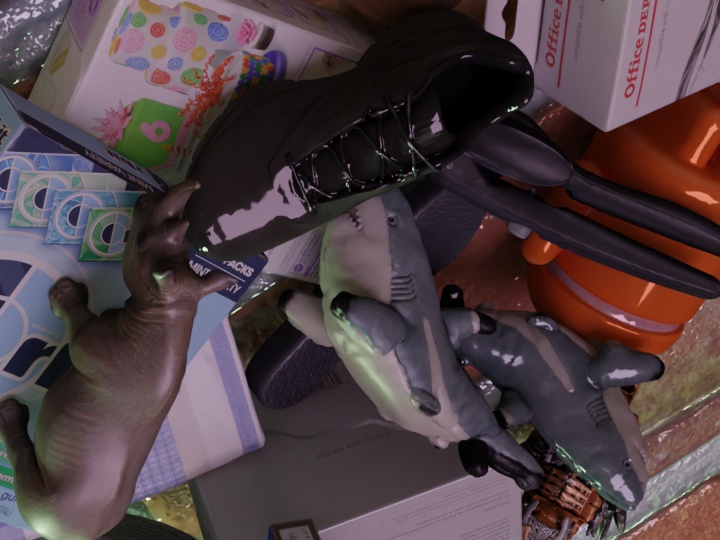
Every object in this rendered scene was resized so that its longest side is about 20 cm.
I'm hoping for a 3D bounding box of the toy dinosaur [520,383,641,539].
[{"bbox_3d":[0.164,0.126,1.007,0.199,0.102,0.136,-36,159,-19],"label":"toy dinosaur"}]

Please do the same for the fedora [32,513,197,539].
[{"bbox_3d":[-0.171,0.201,0.895,0.176,0.198,0.091,8,83,-56],"label":"fedora"}]

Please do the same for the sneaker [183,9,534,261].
[{"bbox_3d":[0.000,-0.068,0.716,0.199,0.091,0.076,-35,117,-13],"label":"sneaker"}]

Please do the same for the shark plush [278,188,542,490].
[{"bbox_3d":[0.045,0.046,0.799,0.083,0.091,0.200,-44,95,-19],"label":"shark plush"}]

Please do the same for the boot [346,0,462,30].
[{"bbox_3d":[-0.010,-0.184,0.726,0.075,0.074,0.199,-42,136,17],"label":"boot"}]

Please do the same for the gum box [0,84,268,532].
[{"bbox_3d":[-0.170,0.030,0.731,0.169,0.045,0.200,30,103,-43],"label":"gum box"}]

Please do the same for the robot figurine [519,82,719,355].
[{"bbox_3d":[0.182,-0.025,0.915,0.144,0.116,0.201,-30,150,-61],"label":"robot figurine"}]

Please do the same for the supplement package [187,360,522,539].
[{"bbox_3d":[-0.005,0.174,0.952,0.190,0.147,0.201,-17,131,-13],"label":"supplement package"}]

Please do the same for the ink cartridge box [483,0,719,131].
[{"bbox_3d":[0.164,-0.156,0.803,0.199,0.067,0.117,-25,136,-29],"label":"ink cartridge box"}]

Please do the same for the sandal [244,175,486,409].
[{"bbox_3d":[-0.001,0.000,0.880,0.200,0.043,0.076,-43,151,2],"label":"sandal"}]

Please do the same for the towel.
[{"bbox_3d":[-0.164,0.073,0.840,0.198,0.024,0.148,-21,107,-12],"label":"towel"}]

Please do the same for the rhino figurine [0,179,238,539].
[{"bbox_3d":[-0.116,0.044,0.684,0.059,0.087,0.201,12,114,-40],"label":"rhino figurine"}]

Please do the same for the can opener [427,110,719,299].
[{"bbox_3d":[0.128,-0.035,0.826,0.199,0.079,0.064,28,109,-11],"label":"can opener"}]

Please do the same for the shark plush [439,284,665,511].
[{"bbox_3d":[0.101,0.065,0.869,0.199,0.084,0.091,36,149,-21],"label":"shark plush"}]

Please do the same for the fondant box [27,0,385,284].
[{"bbox_3d":[-0.073,-0.082,0.779,0.199,0.058,0.145,14,118,-36],"label":"fondant box"}]

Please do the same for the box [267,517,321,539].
[{"bbox_3d":[-0.030,0.257,0.823,0.032,0.121,0.201,-6,129,-20],"label":"box"}]
